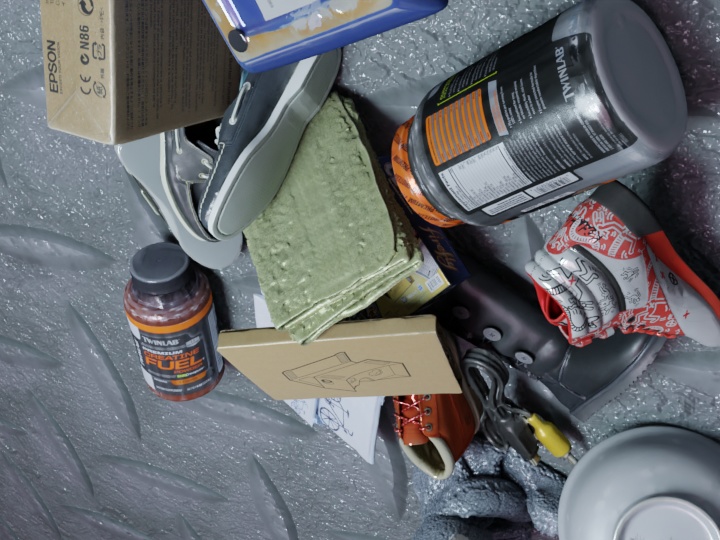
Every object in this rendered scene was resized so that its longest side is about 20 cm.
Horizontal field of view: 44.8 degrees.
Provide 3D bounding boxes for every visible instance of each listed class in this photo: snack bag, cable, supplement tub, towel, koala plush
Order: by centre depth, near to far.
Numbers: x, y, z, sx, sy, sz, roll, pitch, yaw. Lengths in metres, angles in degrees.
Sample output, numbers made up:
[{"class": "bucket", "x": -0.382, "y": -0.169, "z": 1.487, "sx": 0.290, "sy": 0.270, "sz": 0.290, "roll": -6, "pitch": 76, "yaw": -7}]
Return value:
[{"class": "supplement tub", "x": 0.124, "y": -0.107, "z": 0.649, "sx": 0.200, "sy": 0.123, "sz": 0.123, "roll": -21, "pitch": 113, "yaw": 46}, {"class": "towel", "x": -0.037, "y": -0.048, "z": 0.769, "sx": 0.148, "sy": 0.200, "sz": 0.036, "roll": -31, "pitch": 153, "yaw": 16}, {"class": "cable", "x": 0.149, "y": 0.135, "z": 0.900, "sx": 0.097, "sy": 0.050, "sz": 0.200, "roll": 12, "pitch": 143, "yaw": 49}, {"class": "koala plush", "x": 0.111, "y": 0.301, "z": 0.978, "sx": 0.184, "sy": 0.200, "sz": 0.177, "roll": 36, "pitch": 140, "yaw": 3}, {"class": "snack bag", "x": -0.051, "y": 0.133, "z": 1.034, "sx": 0.200, "sy": 0.021, "sz": 0.189, "roll": 37, "pitch": 146, "yaw": 23}, {"class": "supplement tub", "x": -0.231, "y": 0.062, "z": 1.077, "sx": 0.107, "sy": 0.107, "sz": 0.200, "roll": 18, "pitch": 136, "yaw": 22}]

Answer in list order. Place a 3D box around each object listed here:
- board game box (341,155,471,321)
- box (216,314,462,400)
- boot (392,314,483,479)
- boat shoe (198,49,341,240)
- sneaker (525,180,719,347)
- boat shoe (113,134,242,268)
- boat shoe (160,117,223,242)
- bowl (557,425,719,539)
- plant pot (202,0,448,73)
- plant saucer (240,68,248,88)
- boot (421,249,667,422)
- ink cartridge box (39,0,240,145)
[{"class": "board game box", "x": 0.000, "y": 0.000, "z": 0.847, "sx": 0.200, "sy": 0.035, "sz": 0.136, "roll": -40, "pitch": 77, "yaw": 43}, {"class": "box", "x": -0.012, "y": 0.088, "z": 0.826, "sx": 0.200, "sy": 0.021, "sz": 0.164, "roll": -5, "pitch": 153, "yaw": 13}, {"class": "boot", "x": 0.063, "y": 0.125, "z": 0.920, "sx": 0.075, "sy": 0.107, "sz": 0.200, "roll": -13, "pitch": 117, "yaw": 37}, {"class": "boat shoe", "x": -0.088, "y": -0.121, "z": 0.753, "sx": 0.060, "sy": 0.200, "sz": 0.076, "roll": 26, "pitch": 167, "yaw": 20}, {"class": "sneaker", "x": 0.209, "y": 0.025, "z": 0.689, "sx": 0.201, "sy": 0.108, "sz": 0.067, "roll": 41, "pitch": -172, "yaw": -34}, {"class": "boat shoe", "x": -0.198, "y": -0.087, "z": 0.954, "sx": 0.064, "sy": 0.071, "sz": 0.200, "roll": 39, "pitch": 164, "yaw": 55}, {"class": "boat shoe", "x": -0.154, "y": -0.112, "z": 0.859, "sx": 0.068, "sy": 0.072, "sz": 0.200, "roll": 28, "pitch": 132, "yaw": 42}, {"class": "bowl", "x": 0.281, "y": 0.248, "z": 0.804, "sx": 0.201, "sy": 0.201, "sz": 0.090, "roll": 24, "pitch": -178, "yaw": 16}, {"class": "plant pot", "x": -0.021, "y": -0.251, "z": 0.577, "sx": 0.200, "sy": 0.180, "sz": 0.200, "roll": -7, "pitch": 122, "yaw": 39}, {"class": "plant saucer", "x": -0.098, "y": -0.120, "z": 0.871, "sx": 0.070, "sy": 0.019, "sz": 0.200, "roll": 36, "pitch": 139, "yaw": 15}, {"class": "boot", "x": 0.164, "y": 0.040, "z": 0.809, "sx": 0.200, "sy": 0.066, "sz": 0.165, "roll": 37, "pitch": 138, "yaw": 8}, {"class": "ink cartridge box", "x": -0.166, "y": -0.214, "z": 0.684, "sx": 0.075, "sy": 0.165, "sz": 0.200, "roll": 15, "pitch": 114, "yaw": 23}]
